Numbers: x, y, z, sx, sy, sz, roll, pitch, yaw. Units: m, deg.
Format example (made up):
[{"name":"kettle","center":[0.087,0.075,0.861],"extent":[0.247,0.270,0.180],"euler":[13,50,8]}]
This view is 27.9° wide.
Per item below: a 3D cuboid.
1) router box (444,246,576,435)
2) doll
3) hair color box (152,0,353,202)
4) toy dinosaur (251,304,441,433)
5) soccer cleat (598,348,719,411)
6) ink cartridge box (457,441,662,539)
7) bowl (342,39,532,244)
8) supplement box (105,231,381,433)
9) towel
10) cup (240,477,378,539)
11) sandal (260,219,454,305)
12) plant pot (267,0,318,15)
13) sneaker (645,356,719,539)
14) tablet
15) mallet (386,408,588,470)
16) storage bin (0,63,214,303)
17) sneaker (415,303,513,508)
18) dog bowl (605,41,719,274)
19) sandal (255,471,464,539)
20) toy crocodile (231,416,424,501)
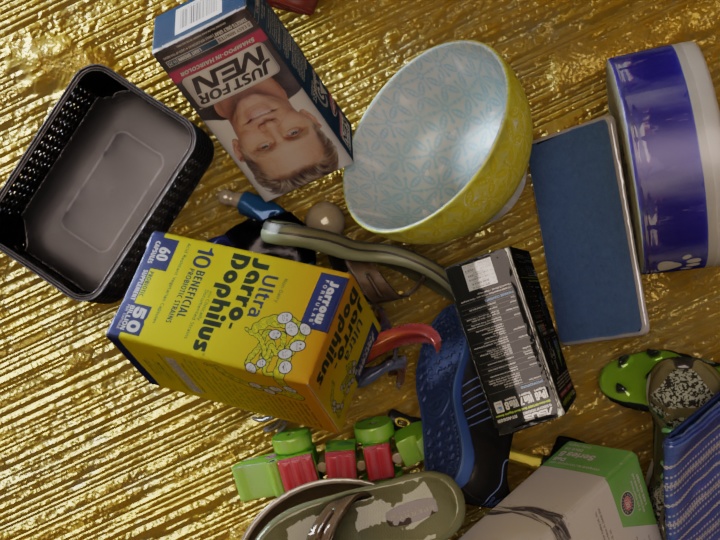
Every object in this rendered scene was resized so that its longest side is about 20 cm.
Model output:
[{"name":"router box","center":[0.138,0.060,1.295],"extent":[0.062,0.200,0.150],"euler":[-19,85,11]},{"name":"doll","center":[-0.108,-0.015,1.395],"extent":[0.200,0.048,0.137],"euler":[-25,80,3]},{"name":"hair color box","center":[-0.095,-0.164,1.327],"extent":[0.100,0.200,0.061],"euler":[-23,41,17]},{"name":"toy dinosaur","center":[-0.053,0.072,1.342],"extent":[0.181,0.200,0.105],"euler":[-5,69,-26]},{"name":"soccer cleat","center":[0.323,0.114,1.345],"extent":[0.200,0.081,0.068],"euler":[-2,52,22]},{"name":"ink cartridge box","center":[0.172,0.266,1.268],"extent":[0.200,0.084,0.146],"euler":[-33,114,-34]},{"name":"bowl","center":[0.091,-0.101,1.342],"extent":[0.108,0.200,0.200],"euler":[31,90,-38]},{"name":"supplement box","center":[-0.101,0.053,1.274],"extent":[0.200,0.110,0.109],"euler":[12,66,22]},{"name":"towel","center":[0.319,0.192,1.275],"extent":[0.145,0.024,0.200],"euler":[-31,127,-31]},{"name":"cup","center":[-0.010,0.285,1.325],"extent":[0.200,0.143,0.201],"euler":[0,87,5]},{"name":"sandal","center":[-0.001,0.000,1.353],"extent":[0.201,0.080,0.057],"euler":[15,87,-14]},{"name":"plant pot","center":[-0.087,-0.351,1.346],"extent":[0.200,0.201,0.196],"euler":[17,96,5]},{"name":"sneaker","center":[0.290,0.168,1.288],"extent":[0.077,0.089,0.200],"euler":[0,123,13]},{"name":"tablet","center":[0.210,-0.034,1.339],"extent":[0.014,0.130,0.201],"euler":[-8,86,-30]},{"name":"mallet","center":[0.119,0.179,1.375],"extent":[0.199,0.041,0.066],"euler":[9,86,9]},{"name":"storage bin","center":[-0.249,-0.080,1.388],"extent":[0.135,0.094,0.200],"euler":[33,90,6]},{"name":"sneaker","center":[0.101,0.127,1.343],"extent":[0.070,0.078,0.200],"euler":[-31,42,38]},{"name":"dog bowl","center":[0.274,-0.099,1.291],"extent":[0.079,0.200,0.201],"euler":[-9,87,6]},{"name":"sandal","center":[-0.009,0.223,1.220],"extent":[0.201,0.057,0.080],"euler":[-26,85,4]},{"name":"toy crocodile","center":[-0.023,0.182,1.366],"extent":[0.199,0.062,0.068],"euler":[-10,99,5]}]
